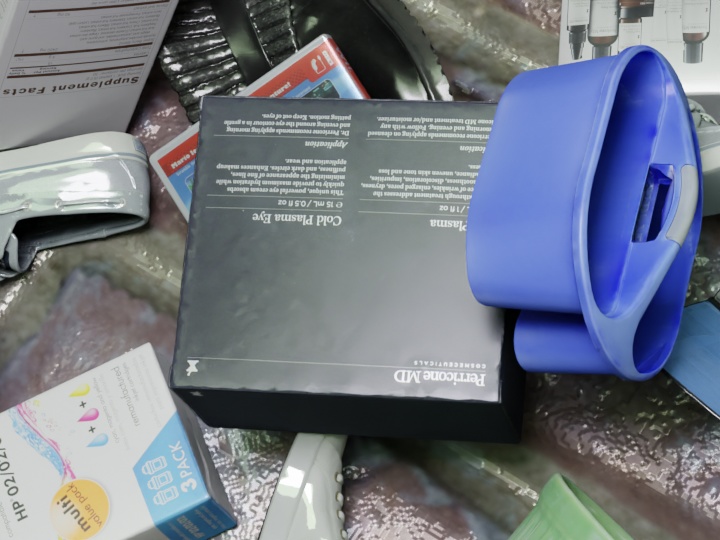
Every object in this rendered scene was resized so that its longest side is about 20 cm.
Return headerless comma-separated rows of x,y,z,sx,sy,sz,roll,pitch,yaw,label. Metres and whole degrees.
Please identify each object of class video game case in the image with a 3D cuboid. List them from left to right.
-0.025,-0.027,1.513,0.143,0.017,0.201,-34,85,12,video game case

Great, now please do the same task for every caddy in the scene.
0.140,-0.032,1.343,0.104,0.142,0.201,-5,51,31,caddy

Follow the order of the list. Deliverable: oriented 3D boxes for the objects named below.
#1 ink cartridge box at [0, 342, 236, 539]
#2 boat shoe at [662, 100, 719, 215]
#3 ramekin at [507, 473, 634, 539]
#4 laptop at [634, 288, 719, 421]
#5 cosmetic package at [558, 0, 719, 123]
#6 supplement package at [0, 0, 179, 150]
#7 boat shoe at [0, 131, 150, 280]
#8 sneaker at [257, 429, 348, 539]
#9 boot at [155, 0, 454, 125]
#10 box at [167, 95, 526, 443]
-0.194,0.145,1.510,0.199,0.068,0.116,-26,66,3,ink cartridge box
0.186,-0.071,1.472,0.200,0.070,0.072,-15,67,26,boat shoe
0.147,0.218,1.336,0.098,0.200,0.200,-45,67,3,ramekin
0.290,0.038,1.408,0.187,0.116,0.200,41,83,22,laptop
0.228,-0.139,1.524,0.199,0.051,0.083,-1,71,13,cosmetic package
-0.198,-0.187,1.544,0.119,0.200,0.122,-8,59,-29,supplement package
-0.234,-0.034,1.585,0.200,0.070,0.072,-15,67,7,boat shoe
-0.025,0.178,1.466,0.084,0.073,0.201,16,77,1,sneaker
-0.035,-0.122,1.564,0.157,0.080,0.212,-31,60,-3,boot
0.000,0.000,1.421,0.199,0.104,0.183,3,72,12,box
